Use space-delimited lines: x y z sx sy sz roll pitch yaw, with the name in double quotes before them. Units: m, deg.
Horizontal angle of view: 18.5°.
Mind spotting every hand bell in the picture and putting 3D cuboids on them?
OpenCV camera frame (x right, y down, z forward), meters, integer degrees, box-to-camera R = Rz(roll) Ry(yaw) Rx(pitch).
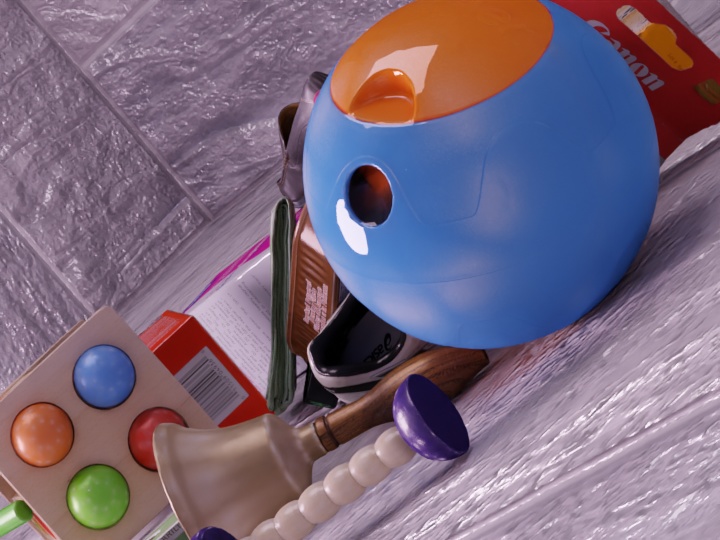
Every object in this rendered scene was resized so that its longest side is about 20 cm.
"hand bell" -0.013 0.096 1.320 0.199 0.105 0.104 -27 9 9

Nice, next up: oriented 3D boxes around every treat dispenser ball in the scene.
"treat dispenser ball" 0.067 -0.056 1.235 0.201 0.201 0.201 -41 7 6

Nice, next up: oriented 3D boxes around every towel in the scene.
"towel" -0.059 0.023 1.636 0.023 0.154 0.200 1 1 -1

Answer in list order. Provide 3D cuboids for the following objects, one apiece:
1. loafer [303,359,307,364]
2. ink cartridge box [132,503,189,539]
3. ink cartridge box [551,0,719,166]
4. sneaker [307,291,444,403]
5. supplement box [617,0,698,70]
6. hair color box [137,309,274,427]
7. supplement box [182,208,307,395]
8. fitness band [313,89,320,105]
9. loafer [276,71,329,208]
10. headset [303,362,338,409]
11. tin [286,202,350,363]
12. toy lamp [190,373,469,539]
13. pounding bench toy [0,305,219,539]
"loafer" -0.010 -0.020 1.666 0.070 0.069 0.202 -89 4 -79
"ink cartridge box" -0.144 0.197 1.461 0.145 0.048 0.200 -42 7 -2
"ink cartridge box" 0.123 -0.100 1.371 0.199 0.161 0.050 -24 37 47
"sneaker" 0.049 0.008 1.353 0.200 0.076 0.088 -49 -27 9
"supplement box" 0.182 -0.126 1.552 0.126 0.074 0.200 -41 6 13
"hair color box" -0.129 0.087 1.702 0.061 0.102 0.200 -42 6 -7
"supplement box" -0.056 0.022 1.856 0.200 0.103 0.101 -38 9 41
"fitness band" 0.045 -0.127 1.566 0.142 0.038 0.200 -4 12 17
"loafer" -0.034 -0.108 1.777 0.073 0.072 0.200 -49 3 -26
"headset" 0.000 0.000 1.573 0.124 0.093 0.202 -97 15 -81
"tin" 0.005 -0.010 1.406 0.112 0.042 0.201 -44 -24 -31
"toy lamp" -0.032 0.133 1.201 0.200 0.058 0.058 -40 7 20
"pounding bench toy" -0.208 0.139 1.476 0.200 0.124 0.156 -43 5 -14
